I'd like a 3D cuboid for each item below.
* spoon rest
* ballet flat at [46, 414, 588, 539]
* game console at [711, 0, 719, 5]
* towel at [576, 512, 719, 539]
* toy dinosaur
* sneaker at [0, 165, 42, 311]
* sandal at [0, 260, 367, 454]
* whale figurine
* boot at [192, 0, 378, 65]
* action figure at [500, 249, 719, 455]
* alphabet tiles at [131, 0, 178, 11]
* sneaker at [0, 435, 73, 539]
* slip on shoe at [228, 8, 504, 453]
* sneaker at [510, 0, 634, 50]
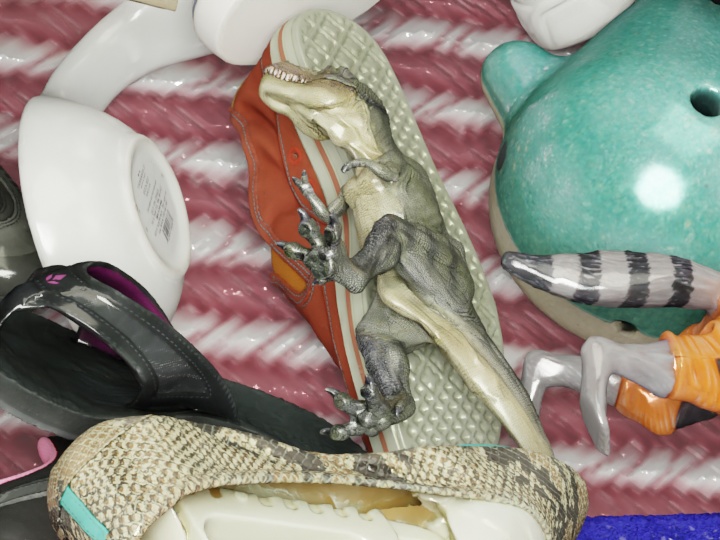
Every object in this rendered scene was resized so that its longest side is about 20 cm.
[{"bbox_3d":[-0.092,-0.041,1.108,0.060,0.100,0.200,-16,30,18],"label":"spoon rest"},{"bbox_3d":[0.000,0.089,0.935,0.199,0.068,0.075,9,22,-32],"label":"ballet flat"},{"bbox_3d":[0.107,-0.194,1.187,0.200,0.031,0.177,49,23,4],"label":"game console"},{"bbox_3d":[0.091,0.161,0.987,0.147,0.050,0.201,3,45,-19],"label":"towel"},{"bbox_3d":[0.014,0.012,1.040,0.088,0.047,0.201,-20,81,-54],"label":"toy dinosaur"},{"bbox_3d":[-0.183,-0.062,1.079,0.200,0.091,0.066,38,46,18],"label":"sneaker"},{"bbox_3d":[-0.071,0.029,1.004,0.200,0.048,0.075,21,15,-40],"label":"sandal"},{"bbox_3d":[0.126,-0.065,1.171,0.158,0.104,0.201,20,56,-1],"label":"whale figurine"},{"bbox_3d":[-0.010,-0.161,1.187,0.200,0.073,0.090,-36,65,-28],"label":"boot"},{"bbox_3d":[0.156,0.009,1.046,0.192,0.200,0.105,-17,76,-11],"label":"action figure"},{"bbox_3d":[-0.167,-0.121,1.072,0.166,0.006,0.200,17,4,36],"label":"alphabet tiles"},{"bbox_3d":[-0.126,0.111,0.947,0.095,0.079,0.200,32,36,21],"label":"sneaker"},{"bbox_3d":[0.000,0.000,1.114,0.074,0.061,0.201,6,55,-42],"label":"slip on shoe"},{"bbox_3d":[0.072,-0.193,1.291,0.099,0.078,0.201,43,27,-37],"label":"sneaker"}]
